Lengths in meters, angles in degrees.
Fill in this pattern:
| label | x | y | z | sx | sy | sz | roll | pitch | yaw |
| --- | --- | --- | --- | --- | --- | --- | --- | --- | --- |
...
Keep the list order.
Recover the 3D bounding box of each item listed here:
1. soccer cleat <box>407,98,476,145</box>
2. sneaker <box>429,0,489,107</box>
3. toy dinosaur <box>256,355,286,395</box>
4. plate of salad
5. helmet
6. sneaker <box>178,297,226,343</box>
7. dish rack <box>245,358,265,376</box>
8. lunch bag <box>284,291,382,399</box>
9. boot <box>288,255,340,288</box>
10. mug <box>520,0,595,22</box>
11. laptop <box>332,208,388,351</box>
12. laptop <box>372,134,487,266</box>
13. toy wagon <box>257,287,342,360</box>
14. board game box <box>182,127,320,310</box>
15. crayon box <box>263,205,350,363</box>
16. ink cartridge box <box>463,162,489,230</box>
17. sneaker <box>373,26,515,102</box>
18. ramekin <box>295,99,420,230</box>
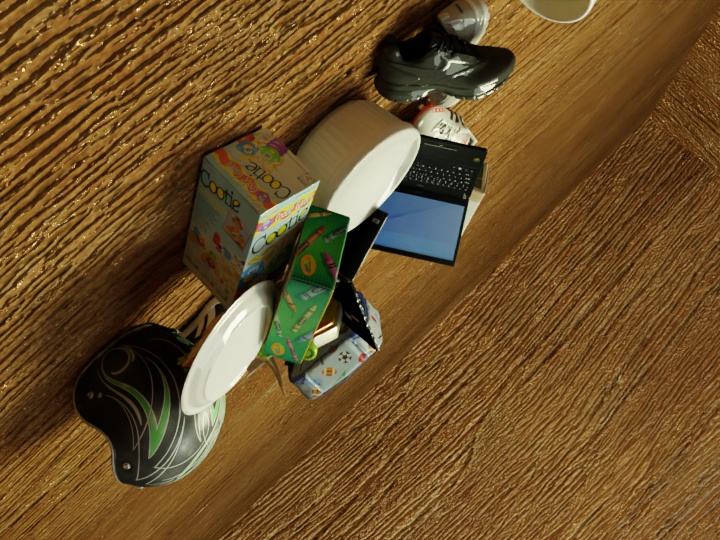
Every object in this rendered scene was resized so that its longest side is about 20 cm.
| label | x | y | z | sx | sy | sz | roll | pitch | yaw |
| --- | --- | --- | --- | --- | --- | --- | --- | --- | --- |
| soccer cleat | 0.145 | -0.242 | 1.326 | 0.069 | 0.085 | 0.199 | -51 | 165 | 21 |
| sneaker | 0.121 | -0.317 | 1.130 | 0.081 | 0.075 | 0.201 | -22 | 152 | -20 |
| toy dinosaur | -0.194 | 0.132 | 1.360 | 0.199 | 0.060 | 0.107 | 29 | 90 | -34 |
| plate of salad | -0.174 | 0.095 | 0.995 | 0.201 | 0.048 | 0.201 | -56 | 167 | -20 |
| helmet | -0.285 | 0.196 | 1.085 | 0.200 | 0.191 | 0.200 | -42 | 165 | -14 |
| sneaker | -0.222 | 0.120 | 1.219 | 0.200 | 0.112 | 0.073 | -44 | 166 | -6 |
| dish rack | -0.150 | 0.121 | 1.500 | 0.199 | 0.044 | 0.172 | -40 | 179 | -23 |
| lunch bag | -0.054 | 0.135 | 1.417 | 0.199 | 0.076 | 0.161 | -36 | -154 | 14 |
| boot | -0.082 | -0.011 | 1.218 | 0.068 | 0.131 | 0.200 | -46 | 166 | 5 |
| mug | 0.309 | -0.469 | 1.081 | 0.154 | 0.149 | 0.187 | -50 | 173 | -14 |
| laptop | 0.000 | 0.000 | 1.276 | 0.102 | 0.202 | 0.177 | -27 | -157 | -14 |
| laptop | 0.095 | -0.117 | 1.257 | 0.201 | 0.175 | 0.104 | 102 | -1 | -60 |
| toy wagon | -0.131 | 0.081 | 1.265 | 0.156 | 0.197 | 0.040 | -78 | 168 | -56 |
| board game box | -0.143 | -0.060 | 0.972 | 0.103 | 0.105 | 0.201 | -35 | 163 | -37 |
| crayon box | -0.074 | 0.024 | 1.026 | 0.201 | 0.058 | 0.120 | 117 | -12 | -53 |
| ink cartridge box | 0.123 | -0.129 | 1.402 | 0.201 | 0.163 | 0.076 | 111 | -7 | -55 |
| sneaker | 0.118 | -0.283 | 1.040 | 0.197 | 0.077 | 0.091 | -10 | 143 | -9 |
| ramekin | -0.013 | -0.153 | 1.108 | 0.202 | 0.094 | 0.203 | -42 | 164 | -15 |
